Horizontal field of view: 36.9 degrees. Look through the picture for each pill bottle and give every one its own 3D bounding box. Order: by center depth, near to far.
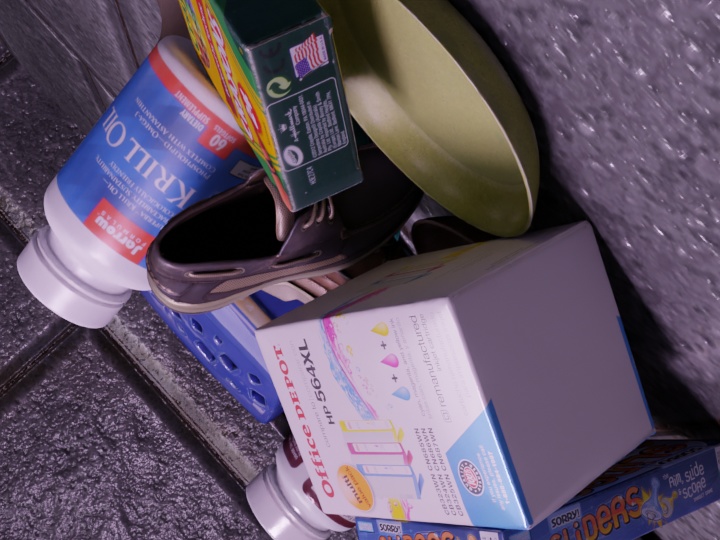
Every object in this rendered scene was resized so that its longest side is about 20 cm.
[{"bbox_3d":[-0.154,-0.057,0.774,0.112,0.200,0.112,38,-166,-11],"label":"pill bottle"},{"bbox_3d":[-0.013,0.189,1.095,0.114,0.200,0.114,47,-173,-8],"label":"pill bottle"}]

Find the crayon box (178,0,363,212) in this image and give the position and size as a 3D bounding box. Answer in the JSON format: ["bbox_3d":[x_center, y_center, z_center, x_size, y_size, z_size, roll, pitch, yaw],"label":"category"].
[{"bbox_3d":[-0.070,-0.147,0.644,0.201,0.050,0.127,58,168,38],"label":"crayon box"}]

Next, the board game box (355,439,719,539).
[{"bbox_3d":[0.115,0.143,0.659,0.135,0.199,0.035,-12,89,53],"label":"board game box"}]

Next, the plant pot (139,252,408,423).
[{"bbox_3d":[-0.076,0.001,1.008,0.200,0.200,0.180,47,163,3],"label":"plant pot"}]

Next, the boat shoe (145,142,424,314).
[{"bbox_3d":[-0.044,-0.031,0.695,0.075,0.199,0.073,61,170,11],"label":"boat shoe"}]

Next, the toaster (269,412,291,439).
[{"bbox_3d":[0.004,0.139,1.210,0.181,0.200,0.119,49,-179,-14],"label":"toaster"}]

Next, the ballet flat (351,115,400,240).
[{"bbox_3d":[-0.016,-0.089,0.788,0.071,0.067,0.201,55,172,38],"label":"ballet flat"}]

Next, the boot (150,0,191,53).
[{"bbox_3d":[-0.154,-0.151,0.869,0.200,0.146,0.070,44,172,19],"label":"boot"}]

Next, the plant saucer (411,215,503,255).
[{"bbox_3d":[0.116,0.030,0.747,0.200,0.037,0.201,46,169,12],"label":"plant saucer"}]

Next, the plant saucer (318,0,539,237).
[{"bbox_3d":[0.033,-0.104,0.604,0.200,0.031,0.200,47,170,11],"label":"plant saucer"}]

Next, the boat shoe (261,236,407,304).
[{"bbox_3d":[0.000,0.000,0.758,0.198,0.069,0.072,21,-158,2],"label":"boat shoe"}]

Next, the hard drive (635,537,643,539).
[{"bbox_3d":[0.263,0.289,1.046,0.200,0.042,0.135,43,170,-1],"label":"hard drive"}]

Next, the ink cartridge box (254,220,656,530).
[{"bbox_3d":[0.043,0.064,0.639,0.199,0.125,0.130,-13,100,50],"label":"ink cartridge box"}]
